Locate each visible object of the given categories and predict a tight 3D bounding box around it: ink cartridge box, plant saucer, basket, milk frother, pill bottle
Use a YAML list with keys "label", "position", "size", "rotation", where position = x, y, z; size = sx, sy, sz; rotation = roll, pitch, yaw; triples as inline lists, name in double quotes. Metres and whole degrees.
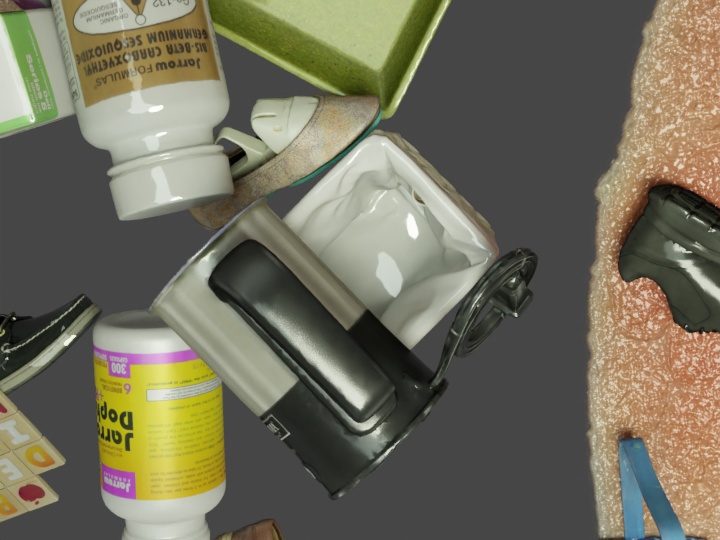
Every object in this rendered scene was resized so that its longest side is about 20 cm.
- label: "ink cartridge box"
  position: [-0.286, -0.144, 1.053]
  size: [0.145, 0.200, 0.084]
  rotation: [-15, 99, 13]
- label: "plant saucer"
  position: [-0.017, -0.249, 1.060]
  size: [0.199, 0.048, 0.200]
  rotation: [29, 104, 5]
- label: "basket"
  position: [0.224, 0.249, 1.038]
  size: [0.138, 0.176, 0.201]
  rotation: [-2, 108, 2]
- label: "milk frother"
  position: [-0.007, 0.018, 0.949]
  size: [0.188, 0.180, 0.200]
  rotation: [45, 62, -1]
- label: "basket"
  position: [0.000, 0.000, 1.062]
  size: [0.136, 0.123, 0.200]
  rotation: [45, 105, 0]
- label: "pill bottle"
  position: [-0.159, -0.144, 1.016]
  size: [0.114, 0.114, 0.201]
  rotation: [-13, 89, 13]
- label: "pill bottle"
  position: [-0.164, 0.137, 1.127]
  size: [0.104, 0.104, 0.201]
  rotation: [0, 100, 11]

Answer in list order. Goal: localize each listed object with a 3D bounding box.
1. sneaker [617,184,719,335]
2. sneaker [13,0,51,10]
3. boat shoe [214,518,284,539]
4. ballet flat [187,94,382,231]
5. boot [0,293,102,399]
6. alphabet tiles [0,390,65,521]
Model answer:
- label: "sneaker"
  position: [0.288, 0.019, 1.046]
  size: [0.200, 0.076, 0.091]
  rotation: [36, 114, 10]
- label: "sneaker"
  position: [-0.312, -0.288, 1.099]
  size: [0.200, 0.080, 0.089]
  rotation: [31, 85, 13]
- label: "boat shoe"
  position: [-0.052, 0.302, 1.155]
  size: [0.072, 0.072, 0.201]
  rotation: [-26, 90, 13]
- label: "ballet flat"
  position: [-0.073, -0.093, 1.059]
  size: [0.200, 0.068, 0.067]
  rotation: [-31, 119, 33]
- label: "boot"
  position: [-0.334, 0.036, 1.153]
  size: [0.203, 0.074, 0.154]
  rotation: [-31, 98, 18]
- label: "alphabet tiles"
  position: [-0.354, 0.147, 1.163]
  size: [0.166, 0.006, 0.200]
  rotation: [-22, 123, 20]
